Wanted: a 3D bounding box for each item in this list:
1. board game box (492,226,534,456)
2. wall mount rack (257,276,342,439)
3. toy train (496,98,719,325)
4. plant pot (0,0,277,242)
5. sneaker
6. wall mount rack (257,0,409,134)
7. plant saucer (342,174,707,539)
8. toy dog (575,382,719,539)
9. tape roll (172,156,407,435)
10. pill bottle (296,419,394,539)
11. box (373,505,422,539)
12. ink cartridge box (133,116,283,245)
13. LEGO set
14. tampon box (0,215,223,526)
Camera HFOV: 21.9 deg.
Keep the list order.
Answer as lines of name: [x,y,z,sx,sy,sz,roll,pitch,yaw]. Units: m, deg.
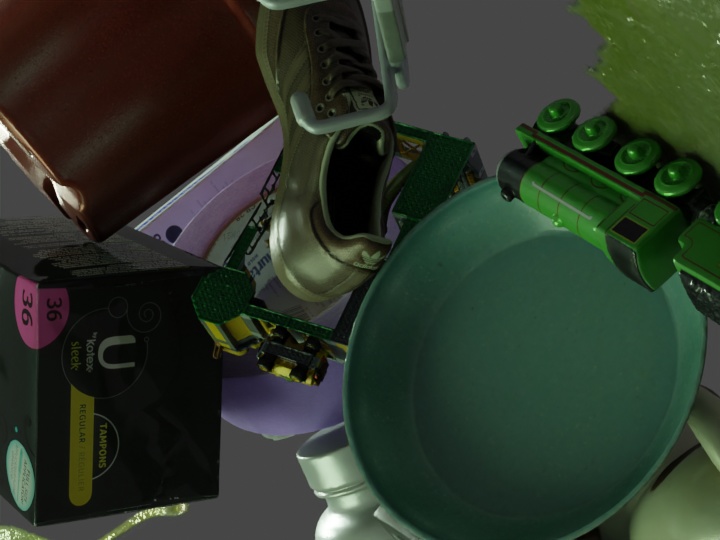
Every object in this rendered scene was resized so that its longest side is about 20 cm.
board game box: [0.095,0.056,1.053,0.036,0.152,0.200,3,161,6]
wall mount rack: [-0.016,0.039,1.336,0.200,0.173,0.075,-129,24,-49]
toy train: [0.128,-0.024,0.829,0.200,0.056,0.042,35,164,51]
plant pot: [-0.138,-0.135,1.153,0.201,0.195,0.201,46,169,12]
sneaker: [-0.007,-0.086,0.996,0.070,0.201,0.075,7,162,-36]
wall mount rack: [-0.026,-0.173,0.911,0.200,0.074,0.175,72,-172,-63]
plant saucer: [0.084,0.047,0.918,0.200,0.200,0.036,40,-175,39]
toy dog: [0.179,0.134,0.970,0.194,0.140,0.200,47,175,-20]
tape roll: [-0.036,0.010,1.237,0.200,0.200,0.066,37,164,48]
pill bottle: [0.039,0.187,1.182,0.201,0.111,0.111,65,167,-8]
box: [0.111,0.206,1.057,0.200,0.048,0.158,49,167,-22]
ink cartridge box: [-0.122,-0.047,1.395,0.039,0.200,0.099,53,170,-7]
LEGO set: [0.000,0.000,1.111,0.153,0.201,0.116,8,153,22]
tampon box: [-0.185,0.055,1.183,0.200,0.126,0.151,21,112,57]
